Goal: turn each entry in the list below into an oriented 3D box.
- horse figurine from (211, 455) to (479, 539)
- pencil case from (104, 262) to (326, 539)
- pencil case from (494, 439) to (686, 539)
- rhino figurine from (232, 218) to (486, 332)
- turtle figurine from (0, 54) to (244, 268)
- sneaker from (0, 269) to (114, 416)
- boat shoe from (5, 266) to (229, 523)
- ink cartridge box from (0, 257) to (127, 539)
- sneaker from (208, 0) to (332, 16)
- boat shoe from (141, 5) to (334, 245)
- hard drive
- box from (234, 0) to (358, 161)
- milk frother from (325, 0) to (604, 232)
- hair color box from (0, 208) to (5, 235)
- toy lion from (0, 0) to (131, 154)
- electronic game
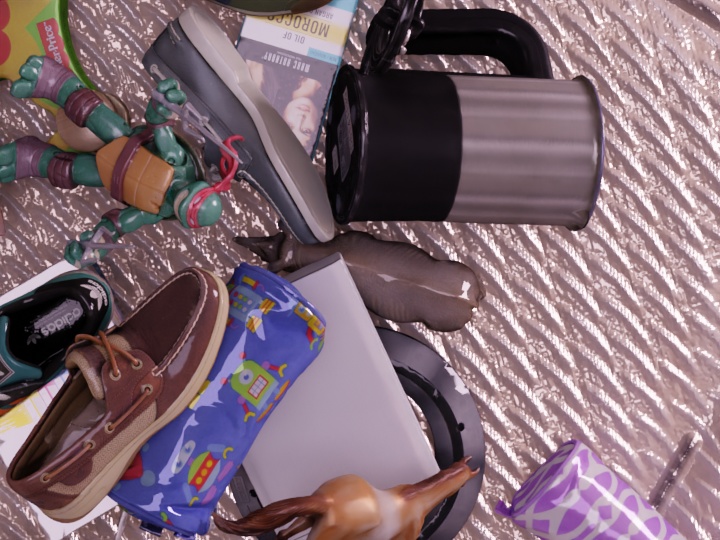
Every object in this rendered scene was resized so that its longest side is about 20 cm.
[{"bbox_3d":[-0.011,0.181,1.523,0.132,0.199,0.050,-41,59,27],"label":"horse figurine"},{"bbox_3d":[-0.099,0.096,1.494,0.087,0.078,0.201,34,82,-18],"label":"pencil case"},{"bbox_3d":[0.203,0.220,1.627,0.200,0.084,0.085,45,112,0],"label":"pencil case"},{"bbox_3d":[0.000,0.000,1.611,0.199,0.087,0.060,16,89,-2],"label":"rhino figurine"},{"bbox_3d":[-0.167,-0.071,1.521,0.199,0.101,0.151,27,95,27],"label":"turtle figurine"},{"bbox_3d":[-0.259,0.067,1.479,0.200,0.080,0.072,-38,91,-1],"label":"sneaker"},{"bbox_3d":[-0.167,0.075,1.447,0.200,0.072,0.072,-51,49,-3],"label":"boat shoe"},{"bbox_3d":[-0.208,0.102,1.587,0.125,0.129,0.201,-31,92,-2],"label":"ink cartridge box"},{"bbox_3d":[-0.115,-0.234,1.570,0.199,0.090,0.068,12,87,23],"label":"sneaker"},{"bbox_3d":[-0.090,-0.096,1.573,0.062,0.073,0.201,-34,86,15],"label":"boat shoe"},{"bbox_3d":[-0.033,0.104,1.582,0.131,0.027,0.201,-24,105,2],"label":"hard drive"},{"bbox_3d":[-0.050,-0.181,1.627,0.082,0.049,0.201,16,90,-2],"label":"box"},{"bbox_3d":[0.083,-0.127,1.546,0.187,0.200,0.182,1,81,-14],"label":"milk frother"},{"bbox_3d":[-0.335,-0.112,1.547,0.110,0.064,0.202,-14,95,-34],"label":"hair color box"},{"bbox_3d":[-0.292,-0.162,1.620,0.190,0.069,0.201,-18,91,6],"label":"toy lion"},{"bbox_3d":[-0.003,0.141,1.635,0.198,0.042,0.202,0,98,-2],"label":"electronic game"}]
